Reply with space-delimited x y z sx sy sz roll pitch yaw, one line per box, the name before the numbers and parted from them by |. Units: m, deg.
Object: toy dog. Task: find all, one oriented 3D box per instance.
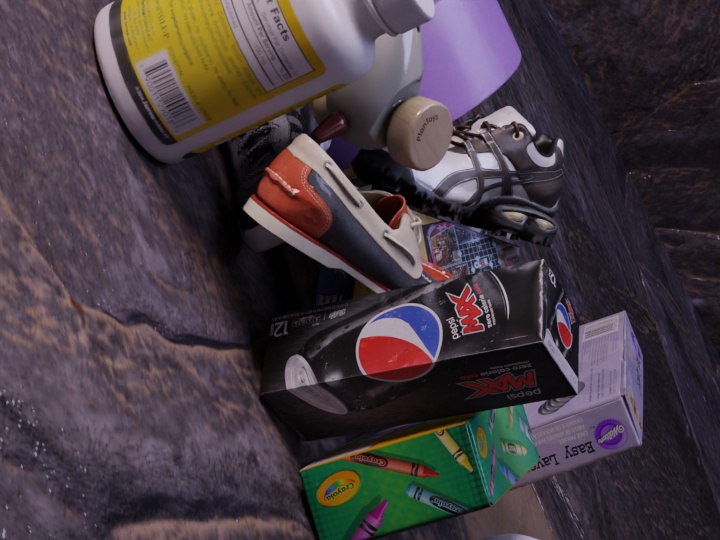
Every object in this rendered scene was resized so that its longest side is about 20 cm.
toy dog | 0.001 -0.159 1.335 0.096 0.131 0.202 -22 104 -47

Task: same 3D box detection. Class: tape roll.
tape roll | 0.019 -0.162 1.551 0.086 0.198 0.200 63 15 -18

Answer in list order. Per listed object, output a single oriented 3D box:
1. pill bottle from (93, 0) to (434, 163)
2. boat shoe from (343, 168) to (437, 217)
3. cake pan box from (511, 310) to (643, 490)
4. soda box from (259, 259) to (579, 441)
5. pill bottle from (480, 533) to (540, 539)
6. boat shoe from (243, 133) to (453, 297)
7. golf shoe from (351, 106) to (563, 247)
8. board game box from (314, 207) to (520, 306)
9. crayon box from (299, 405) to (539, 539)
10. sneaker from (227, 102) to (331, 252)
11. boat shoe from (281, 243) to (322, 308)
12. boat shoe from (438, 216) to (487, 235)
pill bottle | -0.058 -0.155 1.257 0.112 0.198 0.112 59 16 -30
boat shoe | -0.004 -0.055 1.602 0.075 0.075 0.202 46 11 14
cake pan box | 0.135 0.110 1.596 0.200 0.183 0.053 -70 139 -70
soda box | 0.038 0.054 1.281 0.071 0.198 0.064 51 35 -47
pill bottle | 0.136 0.265 1.508 0.200 0.111 0.113 34 36 -66
boat shoe | 0.007 -0.024 1.304 0.199 0.063 0.071 31 5 -44
golf shoe | 0.075 -0.082 1.463 0.199 0.077 0.095 14 95 -46
board game box | 0.041 0.029 1.447 0.199 0.034 0.137 17 81 -52
crayon box | 0.045 0.132 1.355 0.200 0.118 0.059 -12 85 -75
sneaker | -0.074 -0.097 1.381 0.114 0.075 0.201 56 16 -23
boat shoe | 0.000 0.000 1.490 0.075 0.073 0.200 70 14 12
boat shoe | 0.081 -0.020 1.737 0.068 0.073 0.202 43 47 -69
